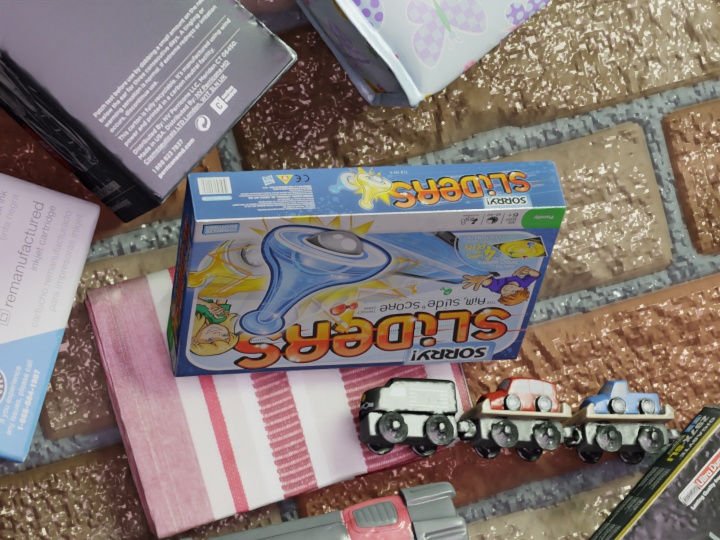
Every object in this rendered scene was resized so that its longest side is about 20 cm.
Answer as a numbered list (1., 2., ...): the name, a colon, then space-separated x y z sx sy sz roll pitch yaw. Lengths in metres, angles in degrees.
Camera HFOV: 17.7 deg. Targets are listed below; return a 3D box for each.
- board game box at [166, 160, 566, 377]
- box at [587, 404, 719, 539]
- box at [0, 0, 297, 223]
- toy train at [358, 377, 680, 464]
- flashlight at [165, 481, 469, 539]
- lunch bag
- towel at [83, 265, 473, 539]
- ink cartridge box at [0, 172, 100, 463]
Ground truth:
1. board game box: 0.000 0.000 1.245 0.198 0.136 0.035 -3 52 -12
2. box: 0.198 0.205 1.338 0.160 0.049 0.200 45 80 -9
3. box: -0.146 -0.126 1.201 0.182 0.200 0.104 44 81 -6
4. toy train: 0.091 0.083 1.313 0.198 0.034 0.046 4 68 -22
5. flashlight: -0.039 0.169 1.285 0.198 0.068 0.068 -13 81 -8
6. lunch bag: 0.022 -0.218 1.279 0.169 0.127 0.200 -40 106 -8
7. towel: -0.044 0.055 1.307 0.199 0.023 0.145 -16 89 -13
8. ink cartridge box: -0.256 0.006 1.232 0.199 0.084 0.146 17 85 -10
